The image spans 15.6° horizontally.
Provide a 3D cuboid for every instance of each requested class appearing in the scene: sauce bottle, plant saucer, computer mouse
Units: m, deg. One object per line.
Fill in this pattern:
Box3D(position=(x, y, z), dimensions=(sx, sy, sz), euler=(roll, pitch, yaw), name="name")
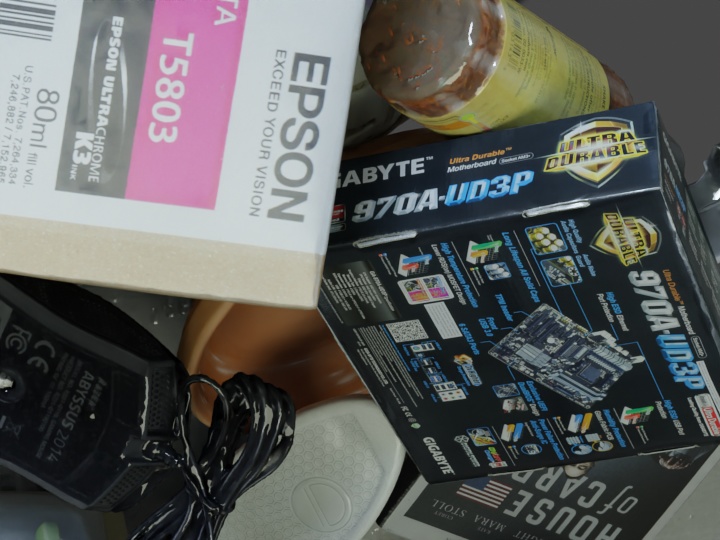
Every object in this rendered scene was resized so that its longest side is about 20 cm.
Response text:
Box3D(position=(0.076, -0.069, 1.112), dimensions=(0.066, 0.066, 0.200), euler=(-44, 143, 16), name="sauce bottle")
Box3D(position=(0.000, 0.000, 1.204), dimensions=(0.200, 0.038, 0.200), euler=(-27, 155, -14), name="plant saucer")
Box3D(position=(-0.133, 0.056, 1.157), dimensions=(0.200, 0.053, 0.139), euler=(32, 113, 1), name="computer mouse")

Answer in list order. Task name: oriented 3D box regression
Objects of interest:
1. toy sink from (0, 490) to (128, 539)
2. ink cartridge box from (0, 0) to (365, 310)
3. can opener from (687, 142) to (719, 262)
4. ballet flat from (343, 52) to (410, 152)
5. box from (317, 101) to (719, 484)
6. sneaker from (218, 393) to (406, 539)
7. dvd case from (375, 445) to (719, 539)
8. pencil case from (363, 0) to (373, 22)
Box3D(position=(-0.178, 0.177, 1.274), dimensions=(0.130, 0.112, 0.201), euler=(2, 129, -18), name="toy sink")
Box3D(position=(-0.084, -0.095, 0.983), dimensions=(0.164, 0.075, 0.201), euler=(6, 99, -15), name="ink cartridge box")
Box3D(position=(0.132, -0.007, 1.245), dimensions=(0.199, 0.053, 0.067), euler=(-23, 152, -19), name="can opener")
Box3D(position=(-0.035, -0.070, 1.140), dimensions=(0.199, 0.063, 0.069), euler=(-15, 117, -25), name="ballet flat")
Box3D(position=(0.074, 0.017, 1.118), dimensions=(0.158, 0.046, 0.200), euler=(-10, 144, 17), name="box")
Box3D(position=(-0.034, 0.108, 1.268), dimensions=(0.071, 0.099, 0.200), euler=(39, 124, -1), name="sneaker")
Box3D(position=(0.119, 0.077, 1.347), dimensions=(0.150, 0.025, 0.200), euler=(23, 115, -29), name="dvd case")
Box3D(position=(-0.014, -0.184, 1.075), dimensions=(0.200, 0.090, 0.083), euler=(48, 59, -35), name="pencil case")
